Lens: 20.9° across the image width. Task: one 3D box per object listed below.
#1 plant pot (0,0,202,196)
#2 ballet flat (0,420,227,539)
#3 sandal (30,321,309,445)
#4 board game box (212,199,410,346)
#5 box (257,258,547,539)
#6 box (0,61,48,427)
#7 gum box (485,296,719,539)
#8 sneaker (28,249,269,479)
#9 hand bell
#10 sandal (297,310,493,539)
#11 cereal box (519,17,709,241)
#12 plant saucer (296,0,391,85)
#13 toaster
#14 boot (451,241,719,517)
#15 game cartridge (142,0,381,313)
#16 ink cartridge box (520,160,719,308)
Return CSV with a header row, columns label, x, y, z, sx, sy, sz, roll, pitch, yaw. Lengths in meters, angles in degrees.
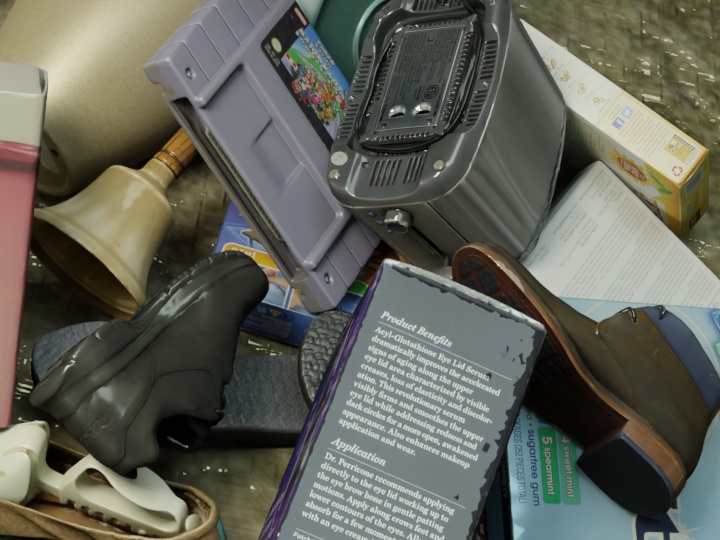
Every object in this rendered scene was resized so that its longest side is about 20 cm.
label,x,y,z,sx,sy,sz,roll,pitch,yaw
plant pot,-0.167,-0.151,1.329,0.187,0.188,0.200,34,61,14
ballet flat,-0.170,0.127,1.142,0.199,0.073,0.068,20,48,1
sandal,-0.112,0.083,1.226,0.199,0.043,0.077,11,54,-21
board game box,0.000,0.000,1.328,0.198,0.035,0.136,17,48,-3
box,0.013,0.119,1.113,0.104,0.148,0.201,23,66,-3
box,-0.256,-0.022,1.145,0.127,0.202,0.109,6,13,-11
gum box,0.174,0.107,1.237,0.198,0.045,0.171,4,70,-18
sneaker,-0.110,0.058,1.166,0.091,0.076,0.200,49,42,1
hand bell,-0.121,-0.075,1.266,0.104,0.104,0.200,33,70,13
sandal,0.024,0.116,1.228,0.075,0.045,0.200,-36,86,-29
cereal box,0.161,-0.109,1.405,0.200,0.144,0.040,39,85,16
plant saucer,0.012,-0.165,1.368,0.199,0.201,0.027,-30,41,-35
toaster,0.063,-0.093,1.285,0.113,0.129,0.201,-4,57,31
boot,0.141,0.046,1.190,0.200,0.075,0.097,52,53,-7
game cartridge,-0.047,-0.089,1.264,0.201,0.038,0.130,56,48,-23
ink cartridge box,0.190,0.041,1.345,0.200,0.050,0.162,47,45,-4
